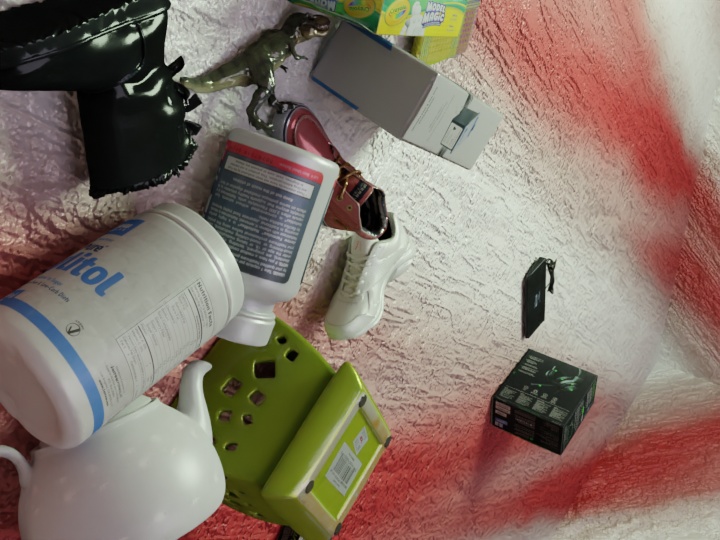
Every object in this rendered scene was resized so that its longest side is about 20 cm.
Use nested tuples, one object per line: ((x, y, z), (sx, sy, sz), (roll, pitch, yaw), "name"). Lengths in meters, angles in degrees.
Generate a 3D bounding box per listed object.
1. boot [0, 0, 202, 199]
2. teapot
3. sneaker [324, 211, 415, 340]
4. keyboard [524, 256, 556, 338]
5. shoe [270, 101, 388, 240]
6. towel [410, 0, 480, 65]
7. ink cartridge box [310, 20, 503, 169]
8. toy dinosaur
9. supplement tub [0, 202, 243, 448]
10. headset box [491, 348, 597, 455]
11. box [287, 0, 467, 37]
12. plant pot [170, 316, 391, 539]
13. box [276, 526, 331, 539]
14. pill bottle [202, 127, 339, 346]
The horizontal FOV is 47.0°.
((-0.214, -0.133, 0.662), (0.198, 0.073, 0.163), (-40, 143, -42), "boot")
((-0.231, 0.179, 0.756), (0.200, 0.196, 0.147), (-39, 107, -84), "teapot")
((0.000, 0.000, 1.106), (0.201, 0.077, 0.100), (-61, 144, -32), "sneaker")
((0.395, 0.048, 1.831), (0.127, 0.021, 0.201), (-42, 142, -30), "keyboard")
((-0.029, -0.111, 0.955), (0.072, 0.091, 0.201), (-56, 148, -21), "shoe")
((0.120, -0.365, 1.086), (0.143, 0.023, 0.201), (-30, 140, -47), "towel")
((0.060, -0.203, 0.975), (0.200, 0.146, 0.086), (4, 120, -59), "ink cartridge box")
((-0.100, -0.192, 0.836), (0.200, 0.047, 0.089), (-42, 127, -38), "toy dinosaur")
((-0.212, 0.042, 0.711), (0.200, 0.131, 0.133), (-42, 141, -40), "supplement tub")
((0.416, 0.286, 1.860), (0.200, 0.173, 0.093), (-43, 141, -39), "headset box")
((0.016, -0.290, 0.890), (0.199, 0.117, 0.049), (-23, 134, -52), "box")
((-0.085, 0.191, 0.965), (0.200, 0.180, 0.200), (-56, 149, -22), "plant pot")
((-0.105, 0.455, 1.244), (0.110, 0.035, 0.201), (30, 82, -60), "box")
((-0.107, -0.032, 0.849), (0.119, 0.119, 0.202), (13, 97, -60), "pill bottle")
